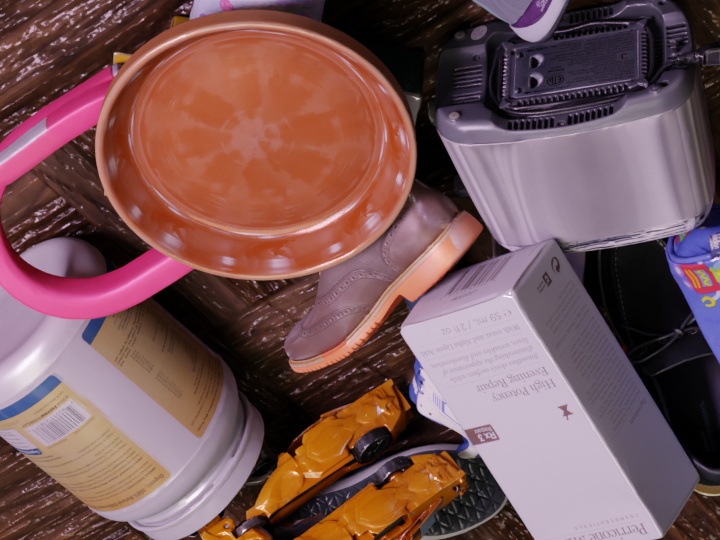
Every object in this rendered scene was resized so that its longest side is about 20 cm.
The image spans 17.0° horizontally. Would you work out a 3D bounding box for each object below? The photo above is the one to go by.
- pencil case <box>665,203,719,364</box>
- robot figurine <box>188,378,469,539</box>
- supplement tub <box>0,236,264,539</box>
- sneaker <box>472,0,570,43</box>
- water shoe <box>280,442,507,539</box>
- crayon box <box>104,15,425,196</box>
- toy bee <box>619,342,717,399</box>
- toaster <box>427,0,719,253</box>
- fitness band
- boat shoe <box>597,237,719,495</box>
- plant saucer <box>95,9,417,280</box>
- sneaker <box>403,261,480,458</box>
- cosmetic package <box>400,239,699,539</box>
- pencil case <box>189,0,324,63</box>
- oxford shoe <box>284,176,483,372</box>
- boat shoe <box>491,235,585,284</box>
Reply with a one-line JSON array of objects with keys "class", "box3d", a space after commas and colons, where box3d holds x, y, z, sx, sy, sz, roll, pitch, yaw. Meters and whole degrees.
[{"class": "pencil case", "box3d": [0.276, 0.044, 1.565, 0.087, 0.078, 0.200, -18, 112, 36]}, {"class": "robot figurine", "box3d": [-0.029, 0.177, 1.739, 0.200, 0.145, 0.058, -34, 154, -8]}, {"class": "supplement tub", "box3d": [-0.179, 0.087, 1.704, 0.144, 0.145, 0.200, -29, 123, 28]}, {"class": "sneaker", "box3d": [0.113, -0.227, 1.439, 0.087, 0.074, 0.200, 25, 128, -4]}, {"class": "water shoe", "box3d": [0.012, 0.174, 1.823, 0.199, 0.079, 0.072, -13, 94, -8]}, {"class": "crayon box", "box3d": [-0.064, -0.096, 1.588, 0.199, 0.052, 0.126, 8, 133, -2]}, {"class": "toy bee", "box3d": [0.228, 0.074, 1.694, 0.199, 0.109, 0.131, -8, 126, -20]}, {"class": "toaster", "box3d": [0.149, -0.090, 1.532, 0.199, 0.114, 0.129, -9, 135, 13]}, {"class": "fitness band", "box3d": [-0.159, -0.050, 1.559, 0.200, 0.037, 0.144, -32, 120, 13]}, {"class": "boat shoe", "box3d": [0.215, 0.053, 1.616, 0.074, 0.200, 0.062, -18, 170, 2]}, {"class": "plant saucer", "box3d": [-0.065, -0.079, 1.498, 0.200, 0.032, 0.201, 0, 129, 0]}, {"class": "sneaker", "box3d": [0.064, 0.069, 1.710, 0.088, 0.075, 0.200, -18, 127, 24]}, {"class": "cosmetic package", "box3d": [0.124, 0.087, 1.561, 0.102, 0.074, 0.200, -20, 110, 41]}, {"class": "pencil case", "box3d": [-0.047, -0.210, 1.463, 0.091, 0.083, 0.200, -21, 145, -37]}, {"class": "oxford shoe", "box3d": [0.000, 0.000, 1.606, 0.073, 0.071, 0.200, 44, 132, -5]}, {"class": "boat shoe", "box3d": [0.109, 0.052, 1.640, 0.069, 0.071, 0.201, -7, 102, -30]}]
